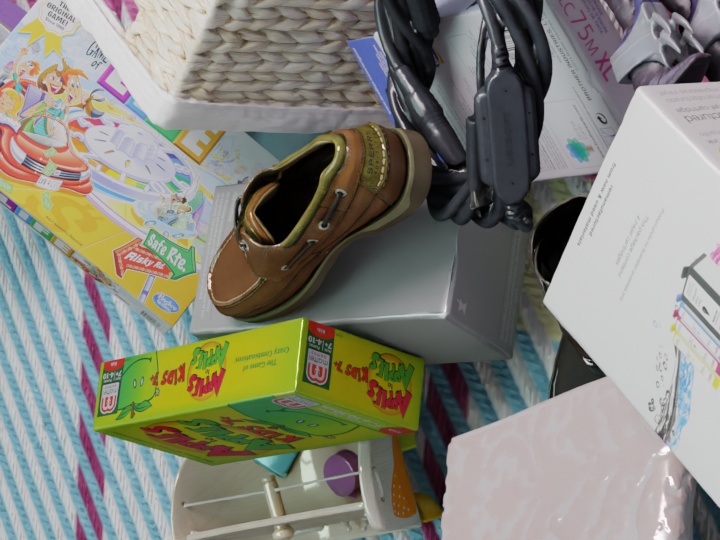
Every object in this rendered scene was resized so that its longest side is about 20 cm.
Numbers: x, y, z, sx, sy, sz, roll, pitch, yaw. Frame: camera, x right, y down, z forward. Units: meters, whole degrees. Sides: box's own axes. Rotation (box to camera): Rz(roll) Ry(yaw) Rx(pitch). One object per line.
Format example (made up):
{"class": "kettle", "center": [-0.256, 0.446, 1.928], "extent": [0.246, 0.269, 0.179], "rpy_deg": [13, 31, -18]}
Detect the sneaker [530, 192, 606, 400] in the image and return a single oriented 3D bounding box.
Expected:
{"class": "sneaker", "center": [0.128, 0.025, 1.507], "extent": [0.075, 0.106, 0.201], "rpy_deg": [50, 132, 38]}

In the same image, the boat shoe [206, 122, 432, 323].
{"class": "boat shoe", "center": [-0.043, -0.033, 1.540], "extent": [0.200, 0.068, 0.072], "rpy_deg": [-40, 53, 43]}

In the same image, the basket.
{"class": "basket", "center": [-0.066, -0.205, 1.669], "extent": [0.198, 0.199, 0.161], "rpy_deg": [54, 133, 38]}

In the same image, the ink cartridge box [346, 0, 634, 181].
{"class": "ink cartridge box", "center": [0.086, -0.110, 1.563], "extent": [0.200, 0.042, 0.120], "rpy_deg": [-7, 121, 53]}

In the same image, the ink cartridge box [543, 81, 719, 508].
{"class": "ink cartridge box", "center": [0.223, 0.017, 1.340], "extent": [0.200, 0.147, 0.145], "rpy_deg": [51, 132, 37]}

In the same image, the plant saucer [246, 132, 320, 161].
{"class": "plant saucer", "center": [-0.048, -0.025, 1.813], "extent": [0.200, 0.027, 0.201], "rpy_deg": [9, 102, 54]}

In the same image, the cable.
{"class": "cable", "center": [0.055, -0.123, 1.484], "extent": [0.163, 0.051, 0.201], "rpy_deg": [-146, 45, -63]}

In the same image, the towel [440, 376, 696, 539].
{"class": "towel", "center": [0.114, 0.162, 1.466], "extent": [0.191, 0.032, 0.201], "rpy_deg": [-25, 50, 44]}

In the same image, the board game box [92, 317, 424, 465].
{"class": "board game box", "center": [-0.065, 0.078, 1.635], "extent": [0.200, 0.101, 0.048], "rpy_deg": [-14, 64, 47]}

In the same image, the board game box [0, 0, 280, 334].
{"class": "board game box", "center": [-0.163, -0.074, 1.709], "extent": [0.200, 0.135, 0.034], "rpy_deg": [38, 163, -5]}

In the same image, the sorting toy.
{"class": "sorting toy", "center": [-0.034, 0.090, 1.731], "extent": [0.200, 0.107, 0.181], "rpy_deg": [-15, 81, 46]}

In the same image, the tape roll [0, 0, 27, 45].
{"class": "tape roll", "center": [-0.326, -0.144, 2.035], "extent": [0.200, 0.199, 0.066], "rpy_deg": [57, 137, 33]}

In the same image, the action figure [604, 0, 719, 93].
{"class": "action figure", "center": [0.144, -0.175, 1.441], "extent": [0.200, 0.130, 0.069], "rpy_deg": [56, 138, 28]}

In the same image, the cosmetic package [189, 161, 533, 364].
{"class": "cosmetic package", "center": [0.000, 0.000, 1.628], "extent": [0.199, 0.090, 0.107], "rpy_deg": [-1, 68, 33]}
